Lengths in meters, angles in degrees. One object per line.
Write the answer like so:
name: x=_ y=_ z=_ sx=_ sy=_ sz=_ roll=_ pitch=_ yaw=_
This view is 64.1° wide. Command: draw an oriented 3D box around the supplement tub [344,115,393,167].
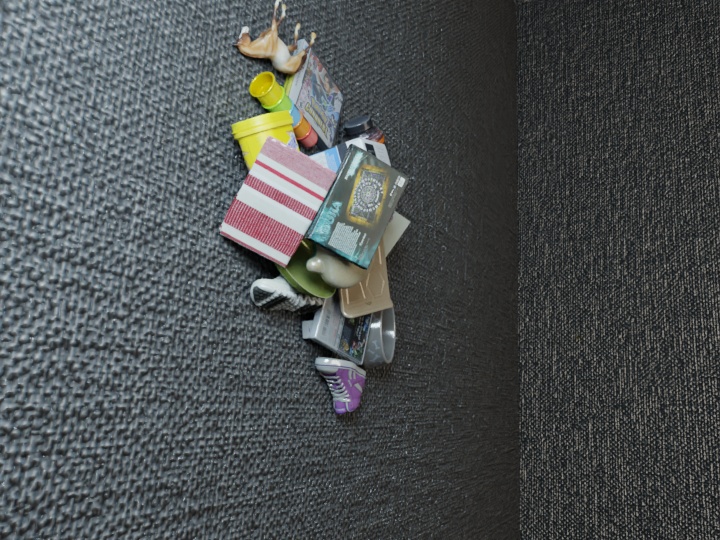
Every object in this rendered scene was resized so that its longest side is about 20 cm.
supplement tub: x=0.022 y=-0.291 z=1.486 sx=0.107 sy=0.107 sz=0.201 roll=-58 pitch=135 yaw=-47

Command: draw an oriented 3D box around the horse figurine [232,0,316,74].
horse figurine: x=-0.162 y=-0.464 z=1.184 sx=0.133 sy=0.050 sz=0.200 roll=-64 pitch=153 yaw=0

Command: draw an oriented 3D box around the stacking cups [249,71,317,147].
stacking cups: x=-0.156 y=-0.335 z=1.219 sx=0.200 sy=0.060 sz=0.061 roll=40 pitch=52 yaw=-58

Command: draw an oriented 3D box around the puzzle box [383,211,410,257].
puzzle box: x=0.037 y=-0.106 z=1.480 sx=0.133 sy=0.025 sz=0.200 roll=35 pitch=43 yaw=2

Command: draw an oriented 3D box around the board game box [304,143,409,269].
board game box: x=-0.004 y=-0.120 z=1.096 sx=0.135 sy=0.028 sz=0.201 roll=28 pitch=82 yaw=-22

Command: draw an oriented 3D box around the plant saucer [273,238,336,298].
plant saucer: x=-0.126 y=-0.023 z=1.187 sx=0.200 sy=0.031 sz=0.200 roll=44 pitch=26 yaw=-28

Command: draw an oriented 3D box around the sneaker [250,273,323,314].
sneaker: x=-0.155 y=0.037 z=1.168 sx=0.200 sy=0.075 sz=0.081 roll=20 pitch=53 yaw=-60

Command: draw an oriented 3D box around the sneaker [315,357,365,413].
sneaker: x=-0.046 y=0.269 z=1.330 sx=0.200 sy=0.072 sz=0.115 roll=39 pitch=57 yaw=-53

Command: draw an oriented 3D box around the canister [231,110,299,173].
canister: x=-0.163 y=-0.200 z=1.124 sx=0.149 sy=0.086 sz=0.201 roll=-52 pitch=128 yaw=-66

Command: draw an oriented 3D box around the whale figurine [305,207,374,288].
whale figurine: x=-0.057 y=-0.058 z=1.157 sx=0.159 sy=0.104 sz=0.200 roll=-44 pitch=125 yaw=-15

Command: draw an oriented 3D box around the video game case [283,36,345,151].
video game case: x=-0.106 y=-0.404 z=1.345 sx=0.200 sy=0.025 sz=0.181 roll=45 pitch=48 yaw=-51

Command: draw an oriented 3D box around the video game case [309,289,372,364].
video game case: x=-0.033 y=0.092 z=1.317 sx=0.182 sy=0.023 sz=0.201 roll=38 pitch=56 yaw=-45

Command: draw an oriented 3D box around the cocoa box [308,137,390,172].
cocoa box: x=-0.013 y=-0.196 z=1.235 sx=0.200 sy=0.131 sz=0.134 roll=-27 pitch=101 yaw=-72

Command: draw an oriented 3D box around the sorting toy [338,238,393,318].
sorting toy: x=0.000 y=0.000 z=1.327 sx=0.185 sy=0.036 sz=0.201 roll=-9 pitch=89 yaw=-52

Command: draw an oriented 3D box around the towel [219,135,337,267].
towel: x=-0.151 y=-0.124 z=1.053 sx=0.201 sy=0.144 sz=0.023 roll=-60 pitch=-166 yaw=6

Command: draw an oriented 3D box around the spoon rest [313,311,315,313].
spoon rest: x=-0.059 y=0.032 z=1.362 sx=0.200 sy=0.060 sz=0.100 roll=-37 pitch=119 yaw=-42

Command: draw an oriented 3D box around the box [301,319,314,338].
box: x=-0.065 y=0.126 z=1.342 sx=0.200 sy=0.039 sz=0.042 roll=-6 pitch=91 yaw=-62

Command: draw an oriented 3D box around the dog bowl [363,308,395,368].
dog bowl: x=0.046 y=0.152 z=1.485 sx=0.200 sy=0.058 sz=0.201 roll=-2 pitch=90 yaw=-74
